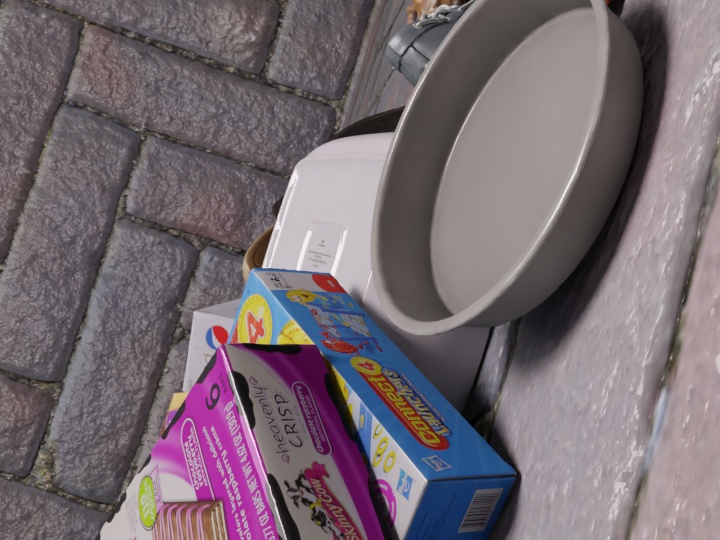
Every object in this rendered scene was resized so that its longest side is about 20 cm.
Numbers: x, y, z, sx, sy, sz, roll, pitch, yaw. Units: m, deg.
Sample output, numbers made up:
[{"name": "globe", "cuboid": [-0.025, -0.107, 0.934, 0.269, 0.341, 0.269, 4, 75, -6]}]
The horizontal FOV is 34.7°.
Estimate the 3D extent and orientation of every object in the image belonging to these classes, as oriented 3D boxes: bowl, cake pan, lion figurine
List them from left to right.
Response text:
[{"name": "bowl", "cuboid": [0.000, 0.000, 0.743, 0.200, 0.074, 0.201, 10, 81, 57]}, {"name": "lion figurine", "cuboid": [0.083, -0.282, 1.288, 0.200, 0.072, 0.123, 86, -173, -67]}, {"name": "cake pan", "cuboid": [0.071, -0.058, 0.585, 0.200, 0.037, 0.201, -46, 33, 42]}]

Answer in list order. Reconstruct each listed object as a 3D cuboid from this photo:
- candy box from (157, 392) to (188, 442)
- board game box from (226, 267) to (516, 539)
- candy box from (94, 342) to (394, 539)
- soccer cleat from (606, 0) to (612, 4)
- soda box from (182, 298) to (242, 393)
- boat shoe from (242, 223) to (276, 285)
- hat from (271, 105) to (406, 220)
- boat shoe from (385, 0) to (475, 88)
[{"name": "candy box", "cuboid": [-0.079, 0.186, 0.837, 0.200, 0.056, 0.117, 54, -139, -45]}, {"name": "board game box", "cuboid": [-0.025, 0.132, 0.627, 0.196, 0.056, 0.201, 45, 122, 48]}, {"name": "candy box", "cuboid": [-0.068, 0.150, 0.584, 0.200, 0.061, 0.137, -55, 45, 37]}, {"name": "soccer cleat", "cuboid": [0.109, -0.165, 0.675, 0.200, 0.069, 0.078, 114, 175, -64]}, {"name": "soda box", "cuboid": [-0.073, 0.059, 0.926, 0.200, 0.068, 0.064, -18, -63, -76]}, {"name": "boat shoe", "cuboid": [-0.034, -0.010, 1.000, 0.200, 0.071, 0.065, -25, -20, -49]}, {"name": "hat", "cuboid": [0.030, -0.065, 0.954, 0.081, 0.200, 0.201, 61, -168, -24]}, {"name": "boat shoe", "cuboid": [0.075, -0.187, 0.888, 0.073, 0.062, 0.200, -60, -4, 35]}]
